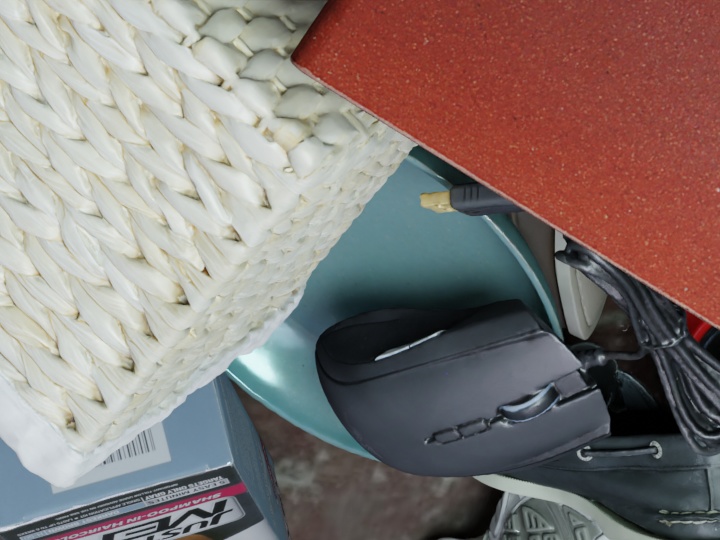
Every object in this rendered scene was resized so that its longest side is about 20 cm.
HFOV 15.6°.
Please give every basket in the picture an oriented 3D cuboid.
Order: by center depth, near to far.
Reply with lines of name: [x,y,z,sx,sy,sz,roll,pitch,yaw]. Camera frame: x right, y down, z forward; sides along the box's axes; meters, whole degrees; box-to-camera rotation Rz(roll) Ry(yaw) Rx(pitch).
basket: [-0.086,-0.070,0.915,0.198,0.200,0.161,46,116,3]

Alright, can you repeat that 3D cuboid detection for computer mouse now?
computer mouse: [0.041,0.029,1.009,0.199,0.046,0.141,-3,131,39]

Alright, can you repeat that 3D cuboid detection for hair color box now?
hair color box: [-0.091,0.096,1.117,0.098,0.061,0.200,-16,160,1]

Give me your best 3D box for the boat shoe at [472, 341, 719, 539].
boat shoe: [0.098,0.065,1.105,0.074,0.199,0.067,-9,107,-24]

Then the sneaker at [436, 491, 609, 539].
sneaker: [0.099,0.142,1.207,0.099,0.078,0.200,7,161,-27]

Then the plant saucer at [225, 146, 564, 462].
plant saucer: [0.000,0.000,1.078,0.199,0.036,0.201,20,141,18]

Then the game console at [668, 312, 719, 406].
game console: [0.221,0.073,1.140,0.176,0.031,0.201,-4,133,-2]

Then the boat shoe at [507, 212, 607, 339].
boat shoe: [0.065,-0.051,1.059,0.059,0.072,0.201,7,140,19]

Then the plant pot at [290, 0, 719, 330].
plant pot: [0.133,-0.088,0.813,0.199,0.200,0.177,33,104,21]
